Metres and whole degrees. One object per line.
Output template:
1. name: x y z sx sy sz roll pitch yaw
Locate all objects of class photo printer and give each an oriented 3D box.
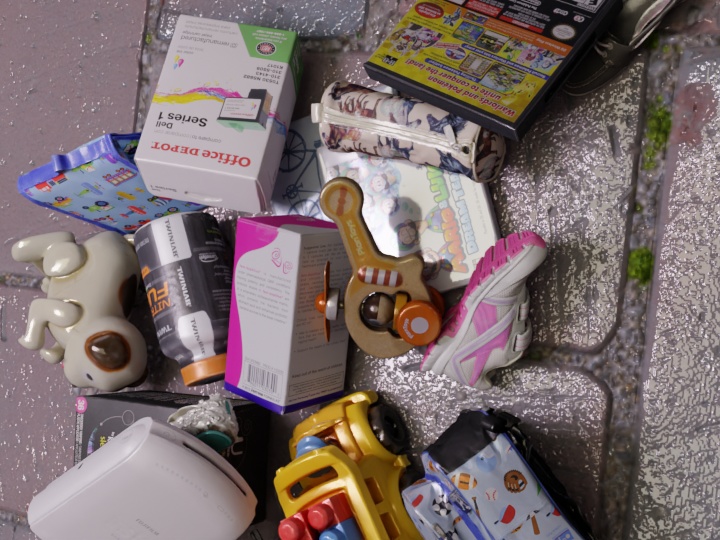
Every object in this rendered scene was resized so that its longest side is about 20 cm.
1. photo printer: -0.220 0.246 0.999 0.200 0.069 0.166 -35 116 22

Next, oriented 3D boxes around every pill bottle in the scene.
1. pill bottle: -0.202 0.038 1.162 0.106 0.106 0.200 -22 77 24

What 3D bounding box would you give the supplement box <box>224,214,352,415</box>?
1. supplement box: -0.078 0.044 1.073 0.101 0.103 0.200 17 107 39

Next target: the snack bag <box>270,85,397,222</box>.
1. snack bag: -0.021 -0.108 1.125 0.200 0.021 0.189 -20 79 22

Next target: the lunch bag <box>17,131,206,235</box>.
1. lunch bag: -0.303 -0.112 1.168 0.150 0.200 0.094 -17 80 25

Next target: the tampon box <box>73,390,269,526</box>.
1. tampon box: -0.227 0.228 1.153 0.200 0.126 0.150 1 88 27

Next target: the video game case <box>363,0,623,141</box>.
1. video game case: 0.131 -0.236 0.971 0.200 0.026 0.181 31 76 33

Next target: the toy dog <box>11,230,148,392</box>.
1. toy dog: -0.331 0.061 1.213 0.194 0.140 0.200 -14 63 -11

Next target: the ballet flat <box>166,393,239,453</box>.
1. ballet flat: -0.213 0.194 1.051 0.200 0.072 0.072 -28 75 19

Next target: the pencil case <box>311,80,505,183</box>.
1. pencil case: 0.050 -0.148 1.009 0.200 0.089 0.078 15 94 24

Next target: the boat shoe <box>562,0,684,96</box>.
1. boat shoe: 0.271 -0.260 0.962 0.200 0.057 0.067 -43 70 18

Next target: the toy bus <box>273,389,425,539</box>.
1. toy bus: -0.027 0.239 1.015 0.136 0.192 0.200 -32 72 24

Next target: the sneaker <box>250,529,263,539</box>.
1. sneaker: -0.071 0.385 1.097 0.114 0.075 0.200 8 120 58

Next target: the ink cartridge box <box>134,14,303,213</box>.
1. ink cartridge box: -0.159 -0.181 1.104 0.145 0.084 0.200 10 68 5

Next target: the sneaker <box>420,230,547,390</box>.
1. sneaker: 0.144 0.045 0.994 0.088 0.081 0.200 30 125 -1

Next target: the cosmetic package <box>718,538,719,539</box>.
1. cosmetic package: 0.338 0.326 0.889 0.105 0.071 0.200 42 106 22

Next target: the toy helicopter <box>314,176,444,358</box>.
1. toy helicopter: 0.000 0.000 1.004 0.132 0.079 0.200 -20 101 12

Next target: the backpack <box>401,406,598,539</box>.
1. backpack: 0.137 0.238 0.931 0.154 0.200 0.191 -45 83 -2

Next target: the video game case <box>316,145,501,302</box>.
1. video game case: 0.055 -0.068 1.065 0.182 0.024 0.200 -16 83 22
